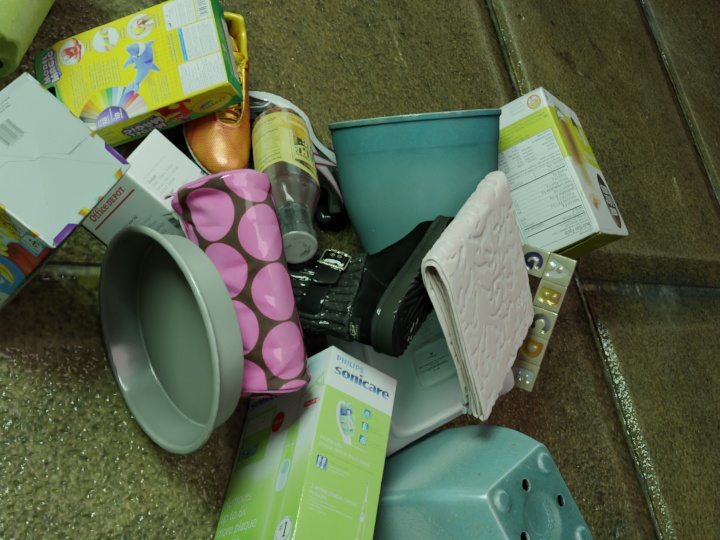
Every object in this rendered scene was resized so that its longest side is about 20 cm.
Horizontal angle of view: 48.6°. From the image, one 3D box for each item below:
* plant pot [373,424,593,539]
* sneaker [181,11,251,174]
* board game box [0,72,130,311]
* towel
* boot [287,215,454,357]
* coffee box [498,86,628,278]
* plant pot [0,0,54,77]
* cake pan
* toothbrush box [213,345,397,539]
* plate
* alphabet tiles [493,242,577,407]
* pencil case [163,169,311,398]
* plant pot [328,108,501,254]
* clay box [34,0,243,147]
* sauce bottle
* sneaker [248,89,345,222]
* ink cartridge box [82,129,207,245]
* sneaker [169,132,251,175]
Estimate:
[{"bbox_3d":[0.117,0.273,0.828,0.196,0.200,0.197,-23,85,-46],"label":"plant pot"},{"bbox_3d":[-0.150,-0.188,0.847,0.073,0.077,0.200,1,66,-23],"label":"sneaker"},{"bbox_3d":[-0.289,-0.042,0.633,0.103,0.200,0.105,43,46,-16],"label":"board game box"},{"bbox_3d":[0.128,0.021,0.827,0.200,0.032,0.191,-51,131,-49],"label":"towel"},{"bbox_3d":[0.000,-0.002,0.802,0.211,0.158,0.080,-46,139,-50],"label":"boot"},{"bbox_3d":[0.216,-0.096,1.075,0.200,0.200,0.198,-1,69,-62],"label":"coffee box"},{"bbox_3d":[-0.355,-0.289,0.732,0.200,0.200,0.184,23,65,-31],"label":"plant pot"},{"bbox_3d":[-0.165,0.057,0.690,0.037,0.200,0.200,-14,78,-41],"label":"cake pan"},{"bbox_3d":[-0.054,0.194,0.757,0.086,0.146,0.200,32,51,-25],"label":"toothbrush box"},{"bbox_3d":[0.076,0.096,0.884,0.199,0.032,0.200,-24,114,-14],"label":"plate"},{"bbox_3d":[0.154,0.057,0.983,0.008,0.167,0.200,11,98,-65],"label":"alphabet tiles"},{"bbox_3d":[-0.106,0.015,0.700,0.094,0.091,0.200,-12,91,-1],"label":"pencil case"},{"bbox_3d":[0.071,-0.086,0.936,0.200,0.200,0.188,-15,103,-45],"label":"plant pot"},{"bbox_3d":[-0.228,-0.198,0.813,0.048,0.200,0.115,44,31,-71],"label":"clay box"},{"bbox_3d":[-0.073,-0.087,0.803,0.066,0.066,0.200,22,36,-32],"label":"sauce bottle"},{"bbox_3d":[-0.083,-0.131,0.951,0.200,0.080,0.086,32,52,-24],"label":"sneaker"},{"bbox_3d":[-0.196,-0.055,0.783,0.200,0.116,0.067,43,47,-17],"label":"ink cartridge box"},{"bbox_3d":[-0.145,-0.082,0.864,0.090,0.066,0.200,-30,70,-36],"label":"sneaker"}]
